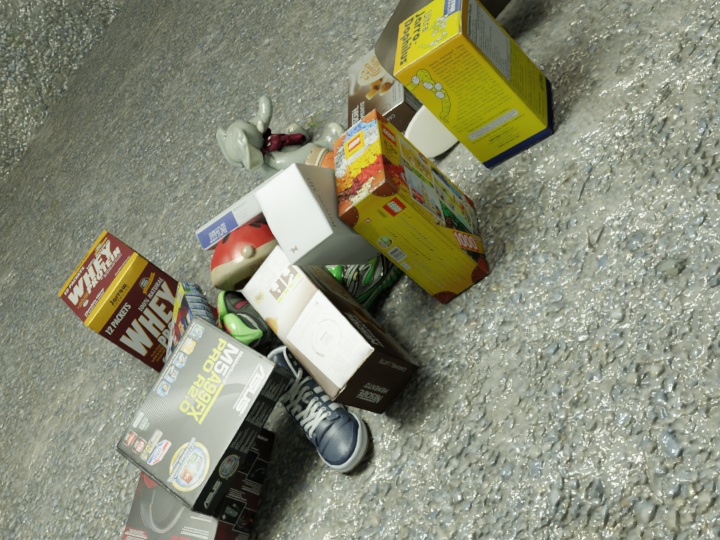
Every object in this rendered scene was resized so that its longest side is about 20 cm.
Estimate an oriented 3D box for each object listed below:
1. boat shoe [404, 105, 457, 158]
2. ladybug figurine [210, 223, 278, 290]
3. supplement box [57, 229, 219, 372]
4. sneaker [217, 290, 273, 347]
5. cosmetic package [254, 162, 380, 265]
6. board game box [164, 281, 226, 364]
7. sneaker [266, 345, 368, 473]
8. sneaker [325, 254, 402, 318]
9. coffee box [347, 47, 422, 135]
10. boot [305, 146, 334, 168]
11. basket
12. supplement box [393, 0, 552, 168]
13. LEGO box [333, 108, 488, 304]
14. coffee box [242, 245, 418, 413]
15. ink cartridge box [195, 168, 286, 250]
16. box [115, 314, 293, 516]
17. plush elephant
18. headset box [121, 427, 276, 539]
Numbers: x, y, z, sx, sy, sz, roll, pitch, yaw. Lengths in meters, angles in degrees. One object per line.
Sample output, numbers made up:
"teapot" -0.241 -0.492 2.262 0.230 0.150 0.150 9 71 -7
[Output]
"boat shoe" 0.128 -0.244 1.505 0.201 0.072 0.068 -57 17 -4
"ladybug figurine" -0.166 -0.023 1.566 0.135 0.072 0.200 -23 -6 -9
"supplement box" -0.348 0.060 1.676 0.133 0.200 0.197 -55 31 -6
"sneaker" -0.170 0.078 1.566 0.200 0.083 0.077 -130 37 -70
"cosmetic package" -0.034 -0.066 1.285 0.071 0.200 0.102 -35 77 23
"board game box" -0.224 0.154 1.488 0.200 0.061 0.201 -123 41 -49
"sneaker" -0.065 0.166 1.290 0.070 0.108 0.200 -47 32 7
"sneaker" 0.000 0.000 1.399 0.078 0.085 0.201 0 57 51
"coffee box" 0.046 -0.266 1.615 0.114 0.080 0.201 -32 36 28
"boot" -0.037 -0.067 1.422 0.106 0.075 0.202 12 80 13
"basket" 0.117 -0.369 1.507 0.180 0.136 0.200 -25 -22 -53
"supplement box" 0.148 -0.248 1.351 0.109 0.200 0.109 -27 38 33
"LEGO box" 0.061 -0.077 1.290 0.077 0.200 0.150 -35 36 24
"coffee box" -0.037 0.071 1.261 0.080 0.114 0.200 -51 55 10
"ink cartridge box" -0.127 -0.099 1.630 0.196 0.200 0.044 -32 80 30
"box" -0.195 0.175 1.292 0.160 0.044 0.201 27 84 38
"plush elephant" -0.157 -0.210 1.735 0.200 0.155 0.164 -52 31 -11
"headset box" -0.207 0.286 1.323 0.148 0.075 0.201 3 70 32
